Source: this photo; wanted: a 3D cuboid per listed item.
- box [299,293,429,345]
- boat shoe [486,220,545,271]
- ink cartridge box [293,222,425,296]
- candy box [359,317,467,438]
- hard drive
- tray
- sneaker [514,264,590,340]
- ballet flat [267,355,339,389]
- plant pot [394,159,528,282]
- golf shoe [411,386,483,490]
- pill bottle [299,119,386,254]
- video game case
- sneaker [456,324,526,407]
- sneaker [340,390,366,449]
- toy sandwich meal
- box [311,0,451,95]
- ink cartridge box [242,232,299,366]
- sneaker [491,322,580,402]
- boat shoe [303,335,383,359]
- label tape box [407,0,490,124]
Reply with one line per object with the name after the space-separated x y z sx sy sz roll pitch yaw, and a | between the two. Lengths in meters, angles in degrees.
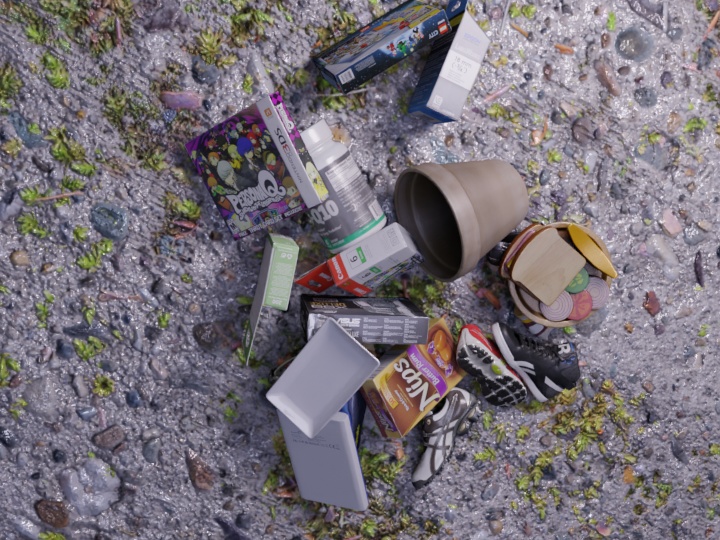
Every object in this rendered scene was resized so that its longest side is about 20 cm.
0.001 0.081 1.264 0.198 0.158 0.050 3 99 -9 | box
0.320 -0.052 1.334 0.198 0.073 0.063 -14 118 -2 | boat shoe
0.000 0.000 1.247 0.199 0.109 0.051 -30 69 13 | ink cartridge box
0.092 0.182 1.297 0.200 0.056 0.117 -36 106 -35 | candy box
-0.063 0.321 1.294 0.131 0.025 0.202 3 121 26 | hard drive
-0.060 0.170 1.189 0.107 0.022 0.200 41 118 3 | tray
0.374 0.036 1.368 0.200 0.075 0.090 -44 111 6 | sneaker
-0.087 0.174 1.264 0.199 0.072 0.073 -16 106 39 | ballet flat
0.180 -0.103 1.263 0.172 0.200 0.202 -23 102 -23 | plant pot
0.138 0.301 1.373 0.094 0.078 0.201 34 90 5 | golf shoe
-0.050 -0.139 1.243 0.113 0.113 0.201 -32 102 -3 | pill bottle
-0.168 -0.161 1.202 0.199 0.036 0.183 -19 103 34 | video game case
0.240 0.170 1.361 0.077 0.085 0.200 -24 124 23 | sneaker
-0.040 0.265 1.306 0.082 0.074 0.202 19 119 15 | sneaker
0.342 0.006 1.282 0.203 0.070 0.207 0 100 -2 | toy sandwich meal
0.030 -0.363 1.207 0.199 0.137 0.038 -32 122 -3 | box
-0.150 0.045 1.239 0.047 0.146 0.202 10 97 -13 | ink cartridge box
0.324 0.143 1.348 0.111 0.073 0.200 -31 121 17 | sneaker
-0.005 0.146 1.322 0.199 0.076 0.074 31 85 -19 | boat shoe
0.153 -0.346 1.227 0.063 0.144 0.202 21 95 -12 | label tape box
